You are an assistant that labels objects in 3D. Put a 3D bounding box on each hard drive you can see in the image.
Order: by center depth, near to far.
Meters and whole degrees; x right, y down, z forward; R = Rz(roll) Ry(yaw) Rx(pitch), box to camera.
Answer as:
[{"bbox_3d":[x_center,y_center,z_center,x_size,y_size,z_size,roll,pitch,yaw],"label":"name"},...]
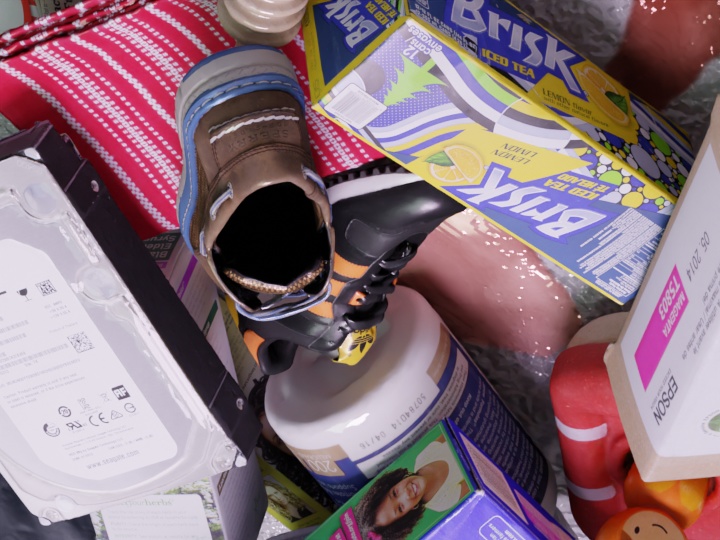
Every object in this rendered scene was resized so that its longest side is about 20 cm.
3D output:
[{"bbox_3d":[-0.156,0.032,0.981,0.139,0.038,0.201,-18,116,27],"label":"hard drive"}]

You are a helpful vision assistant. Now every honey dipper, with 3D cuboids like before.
[{"bbox_3d":[-0.058,-0.079,0.878,0.038,0.038,0.200,26,143,0],"label":"honey dipper"}]

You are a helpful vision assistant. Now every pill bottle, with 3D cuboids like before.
[{"bbox_3d":[0.042,0.113,1.107,0.110,0.111,0.200,-12,129,39],"label":"pill bottle"}]

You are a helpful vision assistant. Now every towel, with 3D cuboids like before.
[{"bbox_3d":[-0.069,-0.082,0.918,0.199,0.023,0.145,-17,134,28],"label":"towel"}]

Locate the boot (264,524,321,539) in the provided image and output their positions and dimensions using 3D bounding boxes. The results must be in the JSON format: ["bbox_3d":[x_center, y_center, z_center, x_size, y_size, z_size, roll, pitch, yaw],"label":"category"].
[{"bbox_3d":[-0.004,0.208,1.187,0.073,0.096,0.200,-18,167,18],"label":"boot"}]

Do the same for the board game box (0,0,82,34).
[{"bbox_3d":[-0.176,-0.151,0.980,0.199,0.046,0.152,16,141,15],"label":"board game box"}]

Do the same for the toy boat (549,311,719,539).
[{"bbox_3d":[0.159,0.118,1.028,0.130,0.131,0.201,8,139,22],"label":"toy boat"}]

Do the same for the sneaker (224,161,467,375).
[{"bbox_3d":[0.000,0.000,1.006,0.200,0.070,0.091,-20,87,50],"label":"sneaker"}]

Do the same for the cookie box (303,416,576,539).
[{"bbox_3d":[0.031,0.207,1.046,0.200,0.075,0.171,-42,118,8],"label":"cookie box"}]

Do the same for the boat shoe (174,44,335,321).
[{"bbox_3d":[-0.046,-0.017,0.883,0.072,0.073,0.200,-16,153,-1],"label":"boat shoe"}]

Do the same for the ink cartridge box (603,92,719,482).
[{"bbox_3d":[0.215,0.010,0.862,0.163,0.076,0.201,-3,144,-12],"label":"ink cartridge box"}]

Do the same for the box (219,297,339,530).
[{"bbox_3d":[-0.081,0.072,1.165,0.200,0.076,0.050,38,143,-17],"label":"box"}]

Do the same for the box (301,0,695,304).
[{"bbox_3d":[0.067,-0.066,0.864,0.199,0.070,0.064,31,124,-33],"label":"box"}]

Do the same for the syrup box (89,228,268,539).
[{"bbox_3d":[-0.113,0.076,1.072,0.078,0.082,0.201,-2,122,14],"label":"syrup box"}]
